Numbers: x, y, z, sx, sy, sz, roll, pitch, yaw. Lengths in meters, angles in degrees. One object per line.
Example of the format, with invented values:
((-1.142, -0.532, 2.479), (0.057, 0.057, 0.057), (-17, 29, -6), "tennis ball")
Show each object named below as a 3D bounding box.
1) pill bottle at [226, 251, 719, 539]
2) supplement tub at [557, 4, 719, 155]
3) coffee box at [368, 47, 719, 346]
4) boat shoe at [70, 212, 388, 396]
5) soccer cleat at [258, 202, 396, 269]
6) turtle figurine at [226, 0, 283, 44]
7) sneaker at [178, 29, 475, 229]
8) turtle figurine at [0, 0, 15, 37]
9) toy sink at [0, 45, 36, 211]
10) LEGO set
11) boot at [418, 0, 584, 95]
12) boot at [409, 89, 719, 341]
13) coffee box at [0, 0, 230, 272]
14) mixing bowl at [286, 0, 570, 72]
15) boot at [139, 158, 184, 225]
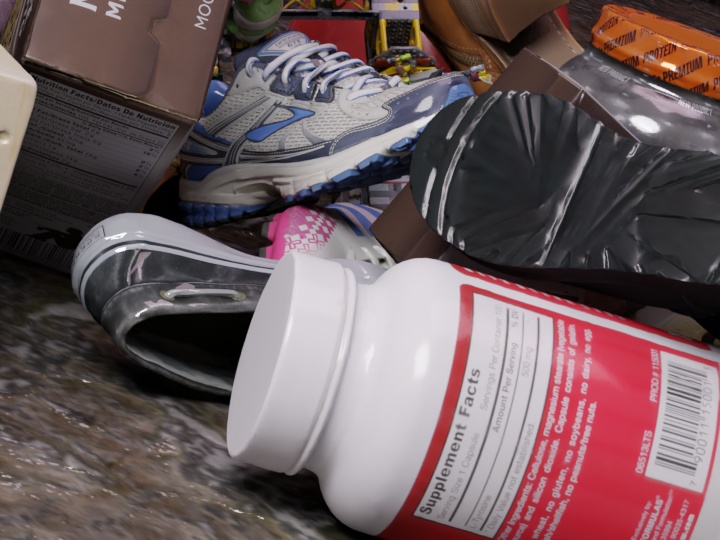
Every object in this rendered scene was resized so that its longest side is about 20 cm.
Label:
((0.053, 0.061, 1.069), (0.199, 0.113, 0.112), (17, 13, -11), "pill bottle")
((0.129, -0.020, 1.319), (0.122, 0.201, 0.123), (18, 12, -4), "supplement tub")
((0.117, 0.010, 1.216), (0.200, 0.113, 0.080), (41, 3, -23), "coffee box")
((-0.036, 0.035, 1.175), (0.199, 0.072, 0.071), (13, 37, -32), "boat shoe")
((0.000, 0.000, 1.315), (0.086, 0.070, 0.200), (4, 10, 7), "soccer cleat")
((-0.075, -0.190, 1.295), (0.192, 0.145, 0.201), (7, 38, 2), "turtle figurine")
((-0.026, -0.077, 1.300), (0.199, 0.086, 0.077), (-14, 0, 44), "sneaker")
((-0.249, -0.102, 1.294), (0.101, 0.150, 0.200), (40, 60, 16), "turtle figurine")
((-0.220, -0.056, 1.110), (0.111, 0.131, 0.200), (13, 13, -28), "toy sink")
((-0.026, -0.071, 1.431), (0.153, 0.200, 0.117), (4, 57, -13), "LEGO set")
((0.081, -0.103, 1.463), (0.073, 0.201, 0.155), (-22, 20, -15), "boot")
((0.135, -0.005, 1.113), (0.197, 0.074, 0.162), (14, -10, 37), "boot")
((-0.120, -0.090, 1.202), (0.079, 0.114, 0.200), (19, -25, -11), "coffee box")
((0.056, -0.113, 1.693), (0.199, 0.200, 0.109), (9, 42, -38), "mixing bowl")
((-0.144, -0.066, 1.435), (0.143, 0.071, 0.201), (27, 16, 5), "boot")
